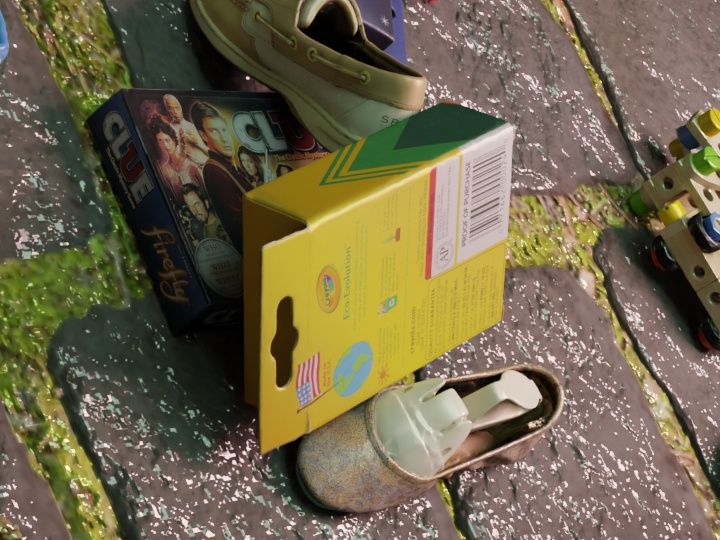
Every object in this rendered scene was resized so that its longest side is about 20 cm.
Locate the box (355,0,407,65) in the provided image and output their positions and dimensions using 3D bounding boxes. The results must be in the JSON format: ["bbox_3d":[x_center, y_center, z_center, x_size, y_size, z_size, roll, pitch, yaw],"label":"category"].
[{"bbox_3d":[-0.040,-0.209,1.399,0.199,0.032,0.122,25,44,-33],"label":"box"}]

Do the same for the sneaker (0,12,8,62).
[{"bbox_3d":[-0.241,-0.160,1.081,0.200,0.105,0.076,51,36,-2],"label":"sneaker"}]

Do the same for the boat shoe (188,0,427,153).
[{"bbox_3d":[-0.026,-0.132,1.268,0.074,0.067,0.200,-1,35,-46],"label":"boat shoe"}]

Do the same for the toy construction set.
[{"bbox_3d":[0.268,-0.015,1.526,0.200,0.092,0.131,47,35,11],"label":"toy construction set"}]

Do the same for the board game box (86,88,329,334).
[{"bbox_3d":[-0.049,-0.037,1.242,0.199,0.035,0.136,-4,63,-48],"label":"board game box"}]

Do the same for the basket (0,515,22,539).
[{"bbox_3d":[-0.176,0.207,0.768,0.143,0.200,0.149,51,34,-3],"label":"basket"}]

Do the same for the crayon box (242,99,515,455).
[{"bbox_3d":[0.000,0.000,1.171,0.051,0.128,0.200,24,35,35],"label":"crayon box"}]

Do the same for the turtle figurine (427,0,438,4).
[{"bbox_3d":[0.051,-0.270,1.483,0.150,0.100,0.201,66,1,-51],"label":"turtle figurine"}]

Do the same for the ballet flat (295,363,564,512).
[{"bbox_3d":[0.045,0.083,1.215,0.199,0.067,0.068,-14,72,-51],"label":"ballet flat"}]
